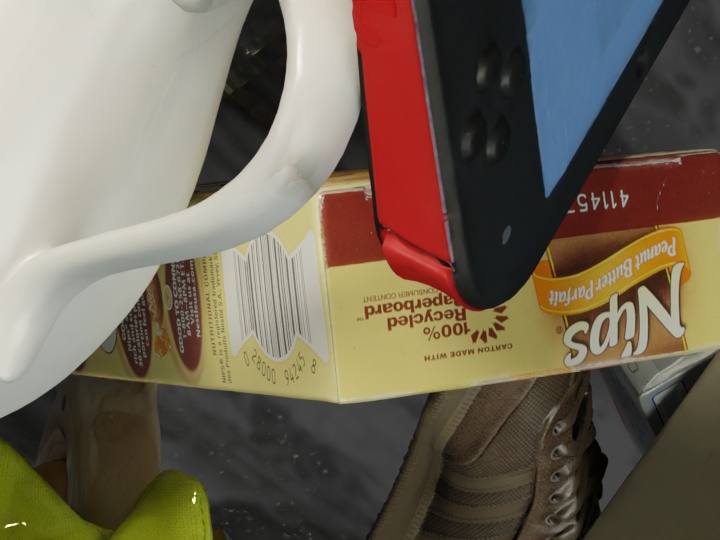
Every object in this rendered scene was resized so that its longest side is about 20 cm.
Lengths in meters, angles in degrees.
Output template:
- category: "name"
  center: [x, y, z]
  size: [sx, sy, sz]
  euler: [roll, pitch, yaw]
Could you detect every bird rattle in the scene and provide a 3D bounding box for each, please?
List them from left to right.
- category: "bird rattle"
  center: [-0.082, 0.114, 0.849]
  size: [0.112, 0.164, 0.200]
  euler: [4, 138, -5]

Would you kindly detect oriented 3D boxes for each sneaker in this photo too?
- category: "sneaker"
  center: [0.056, 0.060, 0.931]
  size: [0.075, 0.071, 0.200]
  euler: [26, 142, 3]

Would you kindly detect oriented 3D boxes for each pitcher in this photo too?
- category: "pitcher"
  center: [-0.079, -0.033, 0.666]
  size: [0.121, 0.172, 0.200]
  euler: [19, 123, -36]

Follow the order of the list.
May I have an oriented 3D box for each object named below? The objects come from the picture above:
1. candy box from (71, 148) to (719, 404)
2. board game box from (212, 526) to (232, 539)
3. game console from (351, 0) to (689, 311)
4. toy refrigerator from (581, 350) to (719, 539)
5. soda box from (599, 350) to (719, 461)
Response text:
- category: "candy box"
  center: [0.000, 0.000, 0.754]
  size: [0.115, 0.056, 0.200]
  euler: [-6, -177, -26]
- category: "board game box"
  center: [-0.069, 0.197, 0.924]
  size: [0.134, 0.200, 0.034]
  euler: [-30, 136, 3]
- category: "game console"
  center: [0.051, -0.108, 0.617]
  size: [0.177, 0.031, 0.200]
  euler: [85, 29, -47]
- category: "toy refrigerator"
  center: [0.145, 0.068, 0.896]
  size: [0.076, 0.070, 0.200]
  euler: [9, 122, -45]
- category: "soda box"
  center: [0.131, 0.054, 0.989]
  size: [0.063, 0.068, 0.200]
  euler: [-30, 144, 0]
